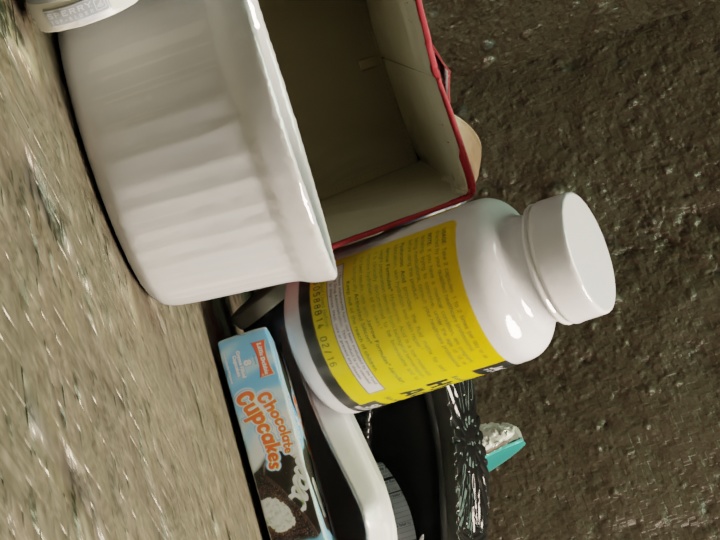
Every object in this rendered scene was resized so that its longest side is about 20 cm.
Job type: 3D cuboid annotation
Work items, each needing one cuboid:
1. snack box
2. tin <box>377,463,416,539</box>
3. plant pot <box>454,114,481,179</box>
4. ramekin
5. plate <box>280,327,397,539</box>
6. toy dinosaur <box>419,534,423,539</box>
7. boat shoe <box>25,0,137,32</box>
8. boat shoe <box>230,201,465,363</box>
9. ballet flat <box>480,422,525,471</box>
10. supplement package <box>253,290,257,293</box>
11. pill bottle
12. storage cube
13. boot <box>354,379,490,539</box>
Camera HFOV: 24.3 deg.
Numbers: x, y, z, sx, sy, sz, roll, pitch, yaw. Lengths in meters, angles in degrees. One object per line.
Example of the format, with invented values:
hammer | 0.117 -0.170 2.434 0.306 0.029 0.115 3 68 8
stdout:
snack box | -0.044 0.146 1.096 0.116 0.037 0.200 75 -2 -75
tin | 0.019 0.205 1.355 0.042 0.112 0.200 83 -8 -56
plant pot | -0.002 -0.074 1.413 0.201 0.200 0.093 70 28 -68
ramekin | -0.086 -0.078 0.878 0.200 0.098 0.201 -16 90 -89
plate | -0.010 0.169 1.177 0.200 0.032 0.200 -117 -162 -48
toy dinosaur | 0.020 0.305 1.226 0.102 0.077 0.200 51 49 -31
boat shoe | -0.138 -0.177 0.807 0.200 0.072 0.069 -86 161 -61
boat shoe | 0.000 0.000 1.211 0.062 0.200 0.075 53 5 -10
ballet flat | 0.047 0.173 1.425 0.072 0.200 0.072 53 -16 22
supplement package | 0.005 0.086 1.497 0.152 0.150 0.200 -108 180 -55
pill bottle | 0.059 0.017 1.096 0.111 0.200 0.111 43 37 -44
storage cube | -0.045 -0.115 1.144 0.180 0.200 0.171 -128 -161 -75
boot | 0.015 0.143 1.321 0.079 0.158 0.212 13 69 -64
